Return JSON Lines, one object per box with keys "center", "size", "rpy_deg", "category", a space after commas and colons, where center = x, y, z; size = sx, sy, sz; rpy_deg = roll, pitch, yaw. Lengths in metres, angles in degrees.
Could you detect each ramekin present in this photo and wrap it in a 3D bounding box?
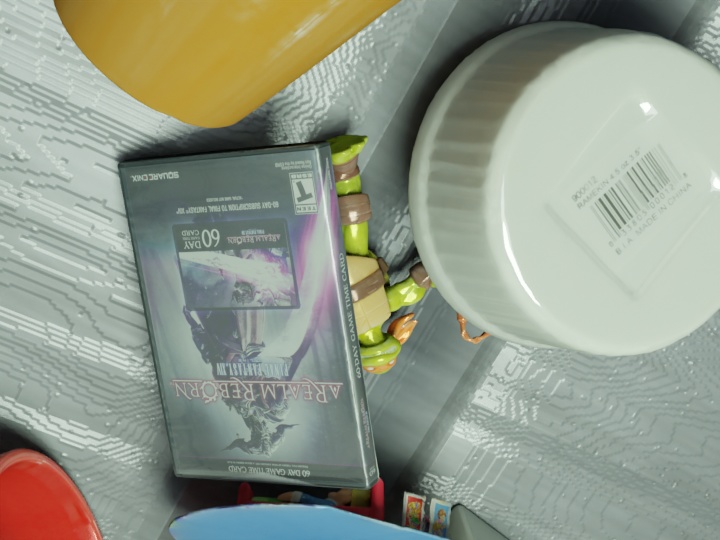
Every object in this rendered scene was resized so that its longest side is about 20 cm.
{"center": [0.137, -0.045, 0.711], "size": [0.199, 0.098, 0.202], "rpy_deg": [-3, 98, -18], "category": "ramekin"}

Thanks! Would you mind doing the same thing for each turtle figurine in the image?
{"center": [0.000, 0.000, 0.761], "size": [0.199, 0.064, 0.162], "rpy_deg": [-21, 110, -1], "category": "turtle figurine"}

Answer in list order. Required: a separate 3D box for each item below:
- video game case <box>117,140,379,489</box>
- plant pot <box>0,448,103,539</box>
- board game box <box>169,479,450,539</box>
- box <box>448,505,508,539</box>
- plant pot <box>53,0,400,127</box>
{"center": [-0.067, 0.029, 0.721], "size": [0.142, 0.019, 0.201], "rpy_deg": [-2, 102, 30], "category": "video game case"}
{"center": [-0.268, 0.230, 0.762], "size": [0.176, 0.201, 0.201], "rpy_deg": [-16, 117, 8], "category": "plant pot"}
{"center": [-0.025, 0.161, 0.804], "size": [0.199, 0.039, 0.158], "rpy_deg": [24, 149, -37], "category": "board game box"}
{"center": [0.065, 0.302, 0.887], "size": [0.152, 0.106, 0.200], "rpy_deg": [38, 103, -23], "category": "box"}
{"center": [-0.056, -0.179, 0.612], "size": [0.200, 0.201, 0.183], "rpy_deg": [33, 122, -21], "category": "plant pot"}
